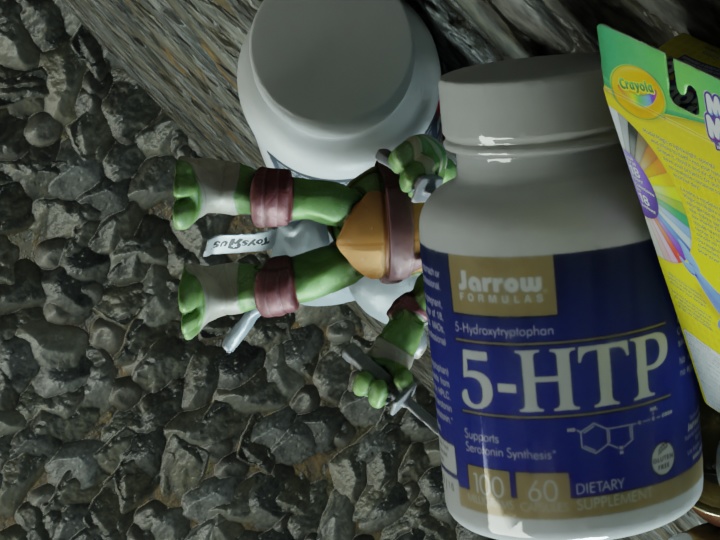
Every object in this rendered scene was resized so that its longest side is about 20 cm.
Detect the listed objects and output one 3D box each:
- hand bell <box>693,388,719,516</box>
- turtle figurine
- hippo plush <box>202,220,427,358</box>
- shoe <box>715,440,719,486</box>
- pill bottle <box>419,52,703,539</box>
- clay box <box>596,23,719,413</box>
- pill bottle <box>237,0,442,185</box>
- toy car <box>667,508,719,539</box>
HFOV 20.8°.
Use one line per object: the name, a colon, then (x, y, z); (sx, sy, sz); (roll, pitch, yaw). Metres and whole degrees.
hand bell: (0.195, 0.090, 1.153); (0.104, 0.104, 0.200); (44, 173, 0)
turtle figurine: (0.000, 0.000, 1.017); (0.144, 0.193, 0.201); (87, -178, -60)
hippo plush: (0.011, -0.032, 1.364); (0.161, 0.199, 0.160); (18, 124, 56)
shoe: (0.222, 0.056, 0.922); (0.072, 0.091, 0.200); (54, -157, -12)
pill bottle: (0.087, 0.009, 0.875); (0.120, 0.119, 0.201); (-150, 52, -71)
clay box: (0.162, -0.009, 0.773); (0.115, 0.047, 0.201); (38, 155, 53)
pill bottle: (-0.011, -0.105, 1.155); (0.120, 0.120, 0.200); (43, 175, 8)
toy car: (0.219, 0.186, 1.250); (0.158, 0.200, 0.164); (45, 175, -22)
